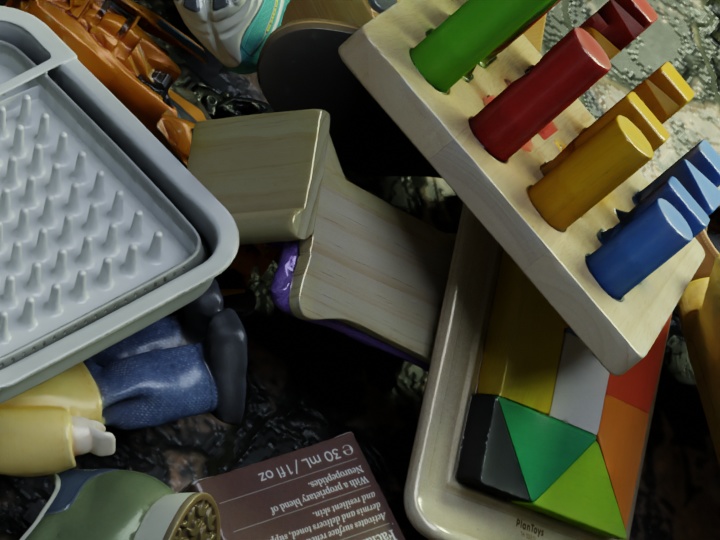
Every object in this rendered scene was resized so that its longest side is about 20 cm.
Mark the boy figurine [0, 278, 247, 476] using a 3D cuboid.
[{"bbox_3d":[-0.157,0.048,1.287,0.199,0.065,0.124,-6,35,-18],"label":"boy figurine"}]

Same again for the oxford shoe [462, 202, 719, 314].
[{"bbox_3d":[0.151,-0.026,1.537,0.199,0.071,0.072,14,57,-22],"label":"oxford shoe"}]

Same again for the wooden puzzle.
[{"bbox_3d":[0.099,0.053,1.394,0.185,0.037,0.201,24,70,-48],"label":"wooden puzzle"}]

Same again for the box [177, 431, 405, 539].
[{"bbox_3d":[-0.014,0.186,1.299,0.100,0.075,0.201,-16,73,-38],"label":"box"}]

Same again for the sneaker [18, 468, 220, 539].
[{"bbox_3d":[-0.145,0.173,1.236,0.090,0.067,0.201,18,66,27],"label":"sneaker"}]

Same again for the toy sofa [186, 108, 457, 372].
[{"bbox_3d":[0.000,0.000,1.367,0.200,0.083,0.098,25,69,-48],"label":"toy sofa"}]

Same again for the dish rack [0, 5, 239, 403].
[{"bbox_3d":[-0.172,-0.025,1.274,0.171,0.044,0.200,-28,58,-32],"label":"dish rack"}]

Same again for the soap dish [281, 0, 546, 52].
[{"bbox_3d":[0.005,-0.194,1.543,0.157,0.081,0.201,-12,68,-36],"label":"soap dish"}]

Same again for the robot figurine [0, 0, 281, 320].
[{"bbox_3d":[-0.105,-0.064,1.407,0.200,0.058,0.145,35,50,-8],"label":"robot figurine"}]

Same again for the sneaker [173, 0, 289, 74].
[{"bbox_3d":[-0.057,-0.193,1.445,0.077,0.080,0.201,2,60,19],"label":"sneaker"}]

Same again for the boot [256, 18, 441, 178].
[{"bbox_3d":[0.021,-0.095,1.457,0.199,0.074,0.076,18,34,-37],"label":"boot"}]

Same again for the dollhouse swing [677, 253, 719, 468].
[{"bbox_3d":[0.261,0.080,1.444,0.181,0.176,0.201,-8,70,-16],"label":"dollhouse swing"}]

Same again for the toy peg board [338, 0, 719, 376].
[{"bbox_3d":[0.112,-0.078,1.351,0.199,0.098,0.200,49,22,-1],"label":"toy peg board"}]
